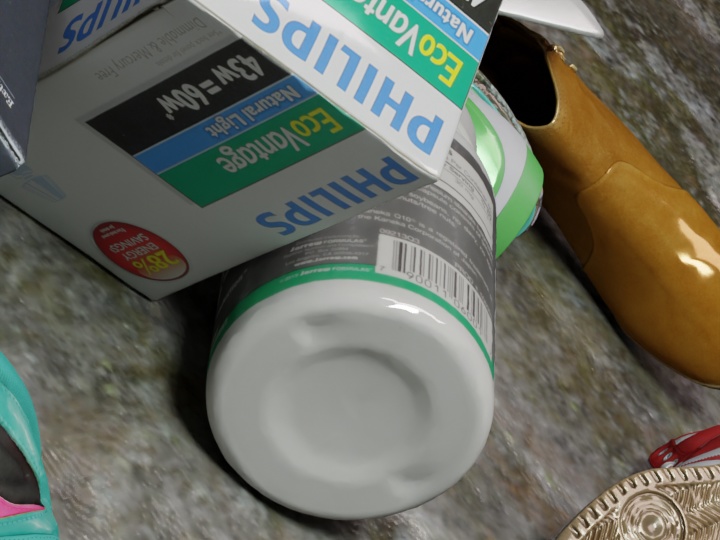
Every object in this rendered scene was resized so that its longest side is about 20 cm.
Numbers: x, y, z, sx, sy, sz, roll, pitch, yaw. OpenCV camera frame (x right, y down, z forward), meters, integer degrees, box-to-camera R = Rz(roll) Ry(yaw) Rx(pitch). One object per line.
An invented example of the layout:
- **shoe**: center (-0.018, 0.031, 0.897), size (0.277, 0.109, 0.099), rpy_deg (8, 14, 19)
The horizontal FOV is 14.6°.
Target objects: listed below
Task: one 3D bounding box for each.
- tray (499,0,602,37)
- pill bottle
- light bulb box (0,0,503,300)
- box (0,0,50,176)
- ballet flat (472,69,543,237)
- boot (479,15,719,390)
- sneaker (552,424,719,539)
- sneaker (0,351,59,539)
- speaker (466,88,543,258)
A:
- **tray**: center (0.049, -0.154, 1.408), size (0.107, 0.022, 0.200), rpy_deg (12, 11, -14)
- **pill bottle**: center (0.000, 0.000, 1.154), size (0.113, 0.113, 0.200), rpy_deg (38, 28, -20)
- **light bulb box**: center (-0.042, -0.121, 1.085), size (0.125, 0.198, 0.200), rpy_deg (35, 58, -24)
- **box**: center (-0.188, -0.127, 0.997), size (0.200, 0.104, 0.148), rpy_deg (-88, 154, -54)
- **ballet flat**: center (0.012, -0.095, 1.357), size (0.200, 0.072, 0.072), rpy_deg (42, 27, -16)
- **boot**: center (0.122, -0.035, 1.401), size (0.201, 0.071, 0.144), rpy_deg (53, 5, 36)
- **sneaker**: center (0.144, 0.118, 1.280), size (0.200, 0.112, 0.071), rpy_deg (-23, 86, -30)
- **sneaker**: center (-0.165, 0.053, 0.859), size (0.200, 0.084, 0.121), rpy_deg (37, 32, -39)
- **speaker**: center (-0.013, -0.080, 1.273), size (0.200, 0.088, 0.088), rpy_deg (39, 28, -20)
